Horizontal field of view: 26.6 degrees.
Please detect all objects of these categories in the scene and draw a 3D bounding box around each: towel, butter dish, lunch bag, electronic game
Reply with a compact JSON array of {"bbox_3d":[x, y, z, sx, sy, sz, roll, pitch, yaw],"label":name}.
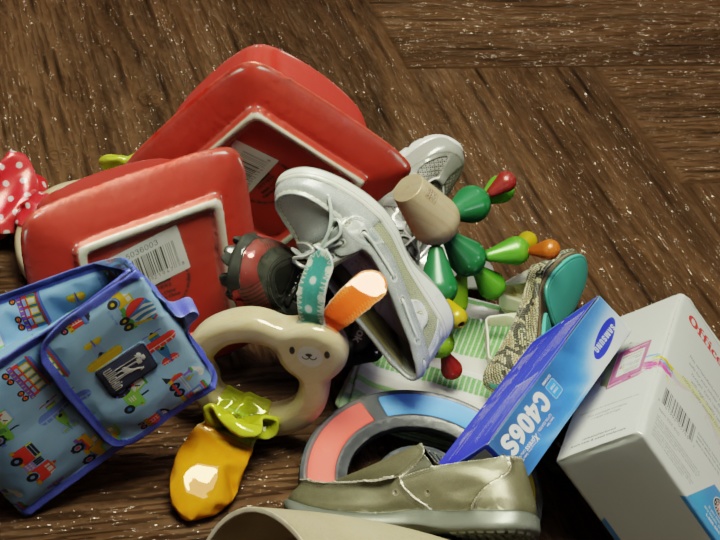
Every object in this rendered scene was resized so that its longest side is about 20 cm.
[{"bbox_3d":[0.069,0.083,1.388,0.152,0.023,0.200,15,37,3],"label":"towel"},{"bbox_3d":[-0.084,-0.128,1.391,0.199,0.200,0.148,30,42,-30],"label":"butter dish"},{"bbox_3d":[-0.202,-0.014,1.302,0.200,0.200,0.148,-21,36,-24],"label":"butter dish"},{"bbox_3d":[-0.212,0.072,1.156,0.200,0.151,0.094,-28,44,2],"label":"lunch bag"},{"bbox_3d":[0.049,0.175,1.235,0.200,0.042,0.200,5,45,-5],"label":"electronic game"}]

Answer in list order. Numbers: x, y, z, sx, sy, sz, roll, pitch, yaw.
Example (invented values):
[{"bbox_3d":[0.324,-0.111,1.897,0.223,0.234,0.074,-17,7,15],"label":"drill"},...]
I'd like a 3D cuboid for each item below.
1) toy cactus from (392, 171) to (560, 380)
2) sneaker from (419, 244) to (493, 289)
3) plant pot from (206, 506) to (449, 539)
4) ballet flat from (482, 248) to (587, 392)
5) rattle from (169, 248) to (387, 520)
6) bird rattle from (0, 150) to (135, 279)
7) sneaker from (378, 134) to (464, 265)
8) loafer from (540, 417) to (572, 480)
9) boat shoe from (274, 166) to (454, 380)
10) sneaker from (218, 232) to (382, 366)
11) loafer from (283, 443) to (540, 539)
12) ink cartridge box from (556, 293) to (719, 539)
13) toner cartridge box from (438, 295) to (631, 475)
[{"bbox_3d":[0.089,-0.020,1.351,0.102,0.165,0.200,10,61,45],"label":"toy cactus"},{"bbox_3d":[0.044,-0.043,1.486,0.200,0.080,0.070,26,16,15],"label":"sneaker"},{"bbox_3d":[0.013,0.252,1.052,0.200,0.187,0.187,2,36,-36],"label":"plant pot"},{"bbox_3d":[0.153,0.043,1.403,0.075,0.068,0.200,-1,35,23],"label":"ballet flat"},{"bbox_3d":[-0.072,0.087,1.201,0.130,0.200,0.143,56,33,-6],"label":"rattle"},{"bbox_3d":[-0.262,-0.043,1.406,0.200,0.113,0.163,-6,58,-18],"label":"bird rattle"},{"bbox_3d":[0.040,-0.032,1.409,0.075,0.200,0.082,32,3,-41],"label":"sneaker"},{"bbox_3d":[0.198,0.106,1.352,0.073,0.071,0.200,12,37,1],"label":"loafer"},{"bbox_3d":[-0.001,0.001,1.240,0.074,0.202,0.065,-19,29,39],"label":"boat shoe"},{"bbox_3d":[-0.039,0.028,1.291,0.098,0.200,0.071,11,70,35],"label":"sneaker"},{"bbox_3d":[0.039,0.168,1.136,0.200,0.075,0.070,-1,65,21],"label":"loafer"},{"bbox_3d":[0.255,0.136,1.266,0.145,0.085,0.200,53,37,-16],"label":"ink cartridge box"},{"bbox_3d":[0.136,0.108,1.225,0.043,0.095,0.200,47,49,-3],"label":"toner cartridge box"}]
